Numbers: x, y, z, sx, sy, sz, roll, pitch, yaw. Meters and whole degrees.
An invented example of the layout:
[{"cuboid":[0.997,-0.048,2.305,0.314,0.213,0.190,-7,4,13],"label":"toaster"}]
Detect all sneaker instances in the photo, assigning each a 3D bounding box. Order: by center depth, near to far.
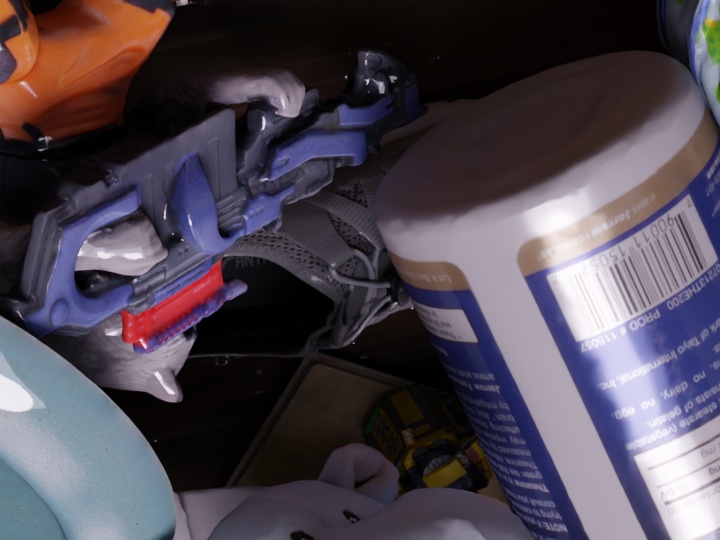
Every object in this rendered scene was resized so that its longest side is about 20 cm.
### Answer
[{"cuboid":[0.000,0.000,0.932,0.200,0.082,0.075,-12,128,-5],"label":"sneaker"}]

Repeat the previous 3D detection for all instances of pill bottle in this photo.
[{"cuboid":[0.092,0.039,0.880,0.111,0.111,0.200,-24,110,5],"label":"pill bottle"}]

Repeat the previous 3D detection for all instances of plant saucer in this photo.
[{"cuboid":[-0.154,0.055,0.820,0.200,0.027,0.200,15,147,10],"label":"plant saucer"}]

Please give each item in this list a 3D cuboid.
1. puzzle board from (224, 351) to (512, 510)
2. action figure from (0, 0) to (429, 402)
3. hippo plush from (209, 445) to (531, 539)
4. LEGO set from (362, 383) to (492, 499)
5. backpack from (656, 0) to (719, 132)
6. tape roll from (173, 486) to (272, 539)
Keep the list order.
[{"cuboid":[0.032,0.114,1.067,0.200,0.017,0.151,19,121,-25],"label":"puzzle board"},{"cuboid":[-0.073,-0.056,0.845,0.200,0.105,0.194,-22,111,-49],"label":"action figure"},{"cuboid":[0.025,0.132,0.841,0.159,0.200,0.161,-26,103,-38],"label":"hippo plush"},{"cuboid":[0.107,0.094,0.986,0.200,0.116,0.154,-16,120,-10],"label":"LEGO set"},{"cuboid":[0.191,-0.107,0.877,0.200,0.154,0.163,-14,136,12],"label":"backpack"},{"cuboid":[-0.077,0.156,0.976,0.202,0.071,0.202,-14,151,-8],"label":"tape roll"}]
